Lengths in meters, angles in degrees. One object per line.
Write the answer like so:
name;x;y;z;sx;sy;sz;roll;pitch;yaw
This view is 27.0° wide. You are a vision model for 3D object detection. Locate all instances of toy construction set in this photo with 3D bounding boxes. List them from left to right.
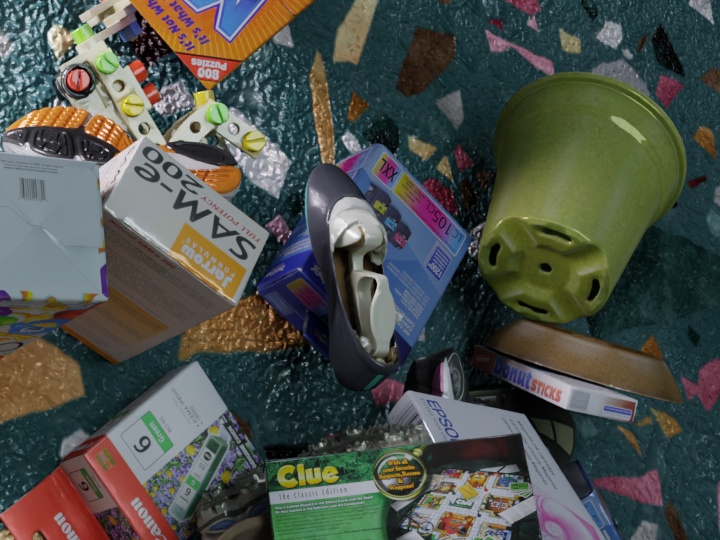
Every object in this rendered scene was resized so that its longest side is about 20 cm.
toy construction set;-0.182;-0.154;1.277;0.131;0.092;0.201;-34;88;-15

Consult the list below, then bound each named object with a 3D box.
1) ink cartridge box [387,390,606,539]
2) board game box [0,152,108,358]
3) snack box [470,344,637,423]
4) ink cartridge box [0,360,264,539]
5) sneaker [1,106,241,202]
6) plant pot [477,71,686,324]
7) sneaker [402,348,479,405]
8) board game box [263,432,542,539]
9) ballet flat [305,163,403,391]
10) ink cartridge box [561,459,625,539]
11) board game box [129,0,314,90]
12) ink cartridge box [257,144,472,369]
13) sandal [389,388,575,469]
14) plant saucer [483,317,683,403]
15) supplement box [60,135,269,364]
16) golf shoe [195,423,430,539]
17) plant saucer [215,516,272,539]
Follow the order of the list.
ink cartridge box;0.140;0.192;1.237;0.199;0.043;0.197;13;32;-38
board game box;-0.276;-0.003;1.083;0.104;0.199;0.104;3;73;-37
snack box;0.176;0.103;1.396;0.071;0.200;0.025;12;93;-21
ink cartridge box;-0.178;0.174;1.196;0.200;0.050;0.110;-40;101;-39
sneaker;-0.198;-0.065;1.212;0.198;0.093;0.076;17;38;6
plant pot;0.199;-0.057;1.449;0.200;0.200;0.185;45;45;-17
sneaker;0.098;0.160;1.360;0.086;0.080;0.202;-19;112;-24
board game box;0.032;0.182;1.110;0.198;0.024;0.106;-5;65;-7
ballet flat;0.000;0.000;1.267;0.072;0.073;0.202;1;76;-37
ink cartridge box;0.228;0.294;1.409;0.076;0.136;0.201;-27;94;5
board game box;-0.106;-0.316;1.273;0.200;0.199;0.200;48;20;-14
ink cartridge box;0.000;0.005;1.366;0.136;0.076;0.201;43;56;-17
sandal;0.117;0.148;1.428;0.199;0.057;0.081;7;89;-21
plant saucer;0.217;0.082;1.436;0.199;0.200;0.036;16;91;-33
supplement box;-0.179;-0.010;1.160;0.126;0.199;0.074;38;55;-22
golf shoe;-0.028;0.188;1.185;0.198;0.078;0.098;-23;98;4
plant saucer;-0.060;0.280;1.088;0.199;0.029;0.202;33;46;-41
